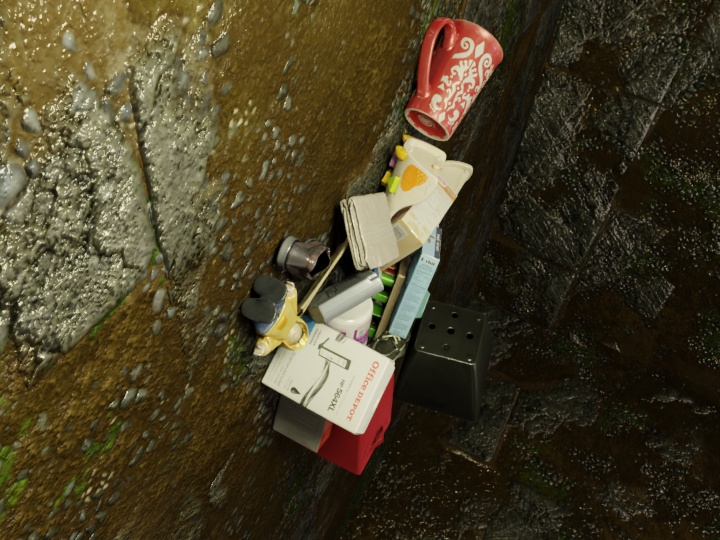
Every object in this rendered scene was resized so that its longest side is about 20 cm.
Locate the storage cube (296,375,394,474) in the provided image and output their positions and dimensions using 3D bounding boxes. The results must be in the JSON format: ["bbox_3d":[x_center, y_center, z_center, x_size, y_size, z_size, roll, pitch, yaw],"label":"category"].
[{"bbox_3d":[-0.036,0.307,1.511,0.172,0.197,0.182,-52,154,-39],"label":"storage cube"}]

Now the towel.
[{"bbox_3d":[0.023,-0.076,1.253,0.200,0.034,0.135,-27,105,-67],"label":"towel"}]

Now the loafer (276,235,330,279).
[{"bbox_3d":[-0.078,-0.012,1.103,0.200,0.062,0.073,11,101,-77],"label":"loafer"}]

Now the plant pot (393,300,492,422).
[{"bbox_3d":[0.191,0.183,1.505,0.179,0.197,0.201,88,19,-51],"label":"plant pot"}]

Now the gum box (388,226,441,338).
[{"bbox_3d":[0.122,0.020,1.487,0.170,0.044,0.202,-71,-177,-63],"label":"gum box"}]

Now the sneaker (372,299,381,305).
[{"bbox_3d":[0.074,0.070,1.754,0.075,0.080,0.203,-45,156,-57],"label":"sneaker"}]

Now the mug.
[{"bbox_3d":[0.163,-0.384,1.343,0.202,0.176,0.133,-60,-159,-6],"label":"mug"}]

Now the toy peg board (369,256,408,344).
[{"bbox_3d":[0.035,0.052,1.606,0.200,0.096,0.203,-71,-179,-70],"label":"toy peg board"}]

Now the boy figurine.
[{"bbox_3d":[-0.132,0.083,1.072,0.126,0.064,0.201,-64,162,-19],"label":"boy figurine"}]

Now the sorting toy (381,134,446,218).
[{"bbox_3d":[0.083,-0.168,1.396,0.181,0.106,0.200,-58,-178,26],"label":"sorting toy"}]

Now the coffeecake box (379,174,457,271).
[{"bbox_3d":[0.103,-0.103,1.460,0.153,0.073,0.200,-34,-167,44],"label":"coffeecake box"}]

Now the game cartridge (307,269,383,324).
[{"bbox_3d":[-0.032,0.045,1.198,0.131,0.041,0.200,-26,-175,-4],"label":"game cartridge"}]

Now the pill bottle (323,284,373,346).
[{"bbox_3d":[-0.040,0.132,1.379,0.113,0.111,0.202,-51,159,-44],"label":"pill bottle"}]

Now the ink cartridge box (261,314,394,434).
[{"bbox_3d":[-0.055,0.186,1.231,0.148,0.198,0.084,-64,165,-7],"label":"ink cartridge box"}]

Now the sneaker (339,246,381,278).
[{"bbox_3d":[-0.001,0.000,1.366,0.112,0.076,0.202,-59,161,-49],"label":"sneaker"}]

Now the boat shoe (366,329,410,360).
[{"bbox_3d":[0.060,0.162,1.483,0.065,0.070,0.200,-66,166,15],"label":"boat shoe"}]

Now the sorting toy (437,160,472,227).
[{"bbox_3d":[0.177,-0.167,1.713,0.201,0.106,0.181,-56,172,-26],"label":"sorting toy"}]

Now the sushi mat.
[{"bbox_3d":[-0.069,0.013,1.215,0.201,0.012,0.096,-57,-172,-32],"label":"sushi mat"}]

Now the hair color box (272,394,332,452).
[{"bbox_3d":[-0.099,0.251,1.354,0.064,0.110,0.203,-43,154,-57],"label":"hair color box"}]

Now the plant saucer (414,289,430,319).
[{"bbox_3d":[0.129,0.082,1.563,0.200,0.019,0.071,132,-20,-83],"label":"plant saucer"}]
